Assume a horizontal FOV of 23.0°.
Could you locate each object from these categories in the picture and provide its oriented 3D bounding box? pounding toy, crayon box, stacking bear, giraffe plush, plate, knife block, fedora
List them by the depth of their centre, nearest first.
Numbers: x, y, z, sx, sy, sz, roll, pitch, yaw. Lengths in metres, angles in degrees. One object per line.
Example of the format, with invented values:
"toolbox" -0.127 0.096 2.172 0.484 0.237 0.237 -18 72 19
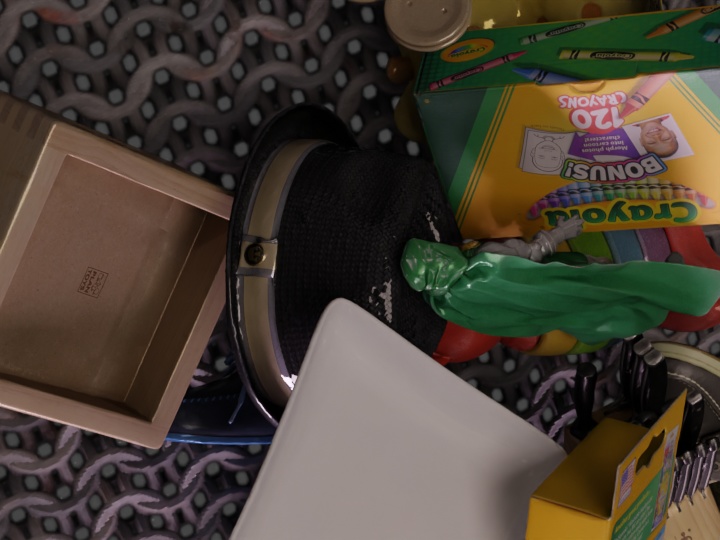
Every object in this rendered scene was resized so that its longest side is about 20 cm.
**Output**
"plate" 0.012 0.146 0.966 0.200 0.032 0.200 35 67 -31
"pounding toy" -0.189 -0.026 1.012 0.200 0.142 0.184 22 92 -43
"crayon box" 0.143 -0.083 1.017 0.200 0.058 0.119 -4 136 18
"fedora" 0.000 0.000 1.030 0.201 0.091 0.201 1 89 -63
"crayon box" 0.137 0.174 1.035 0.126 0.052 0.200 -31 131 -58
"giraffe plush" 0.097 -0.145 1.094 0.162 0.200 0.173 -4 81 4
"stacking bear" 0.119 0.007 1.149 0.200 0.114 0.122 -13 77 -21
"knife block" 0.172 0.123 1.174 0.064 0.200 0.176 -23 95 -16

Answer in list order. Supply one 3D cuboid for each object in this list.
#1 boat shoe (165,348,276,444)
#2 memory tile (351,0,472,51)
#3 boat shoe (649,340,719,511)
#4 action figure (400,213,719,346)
"boat shoe" -0.048 0.070 1.124 0.200 0.084 0.069 -6 97 -38
"memory tile" 0.021 -0.228 1.040 0.153 0.200 0.017 -46 159 -8
"boat shoe" 0.240 0.119 1.217 0.201 0.072 0.066 50 58 -48
"action figure" 0.103 0.006 1.017 0.200 0.118 0.055 7 59 -39
